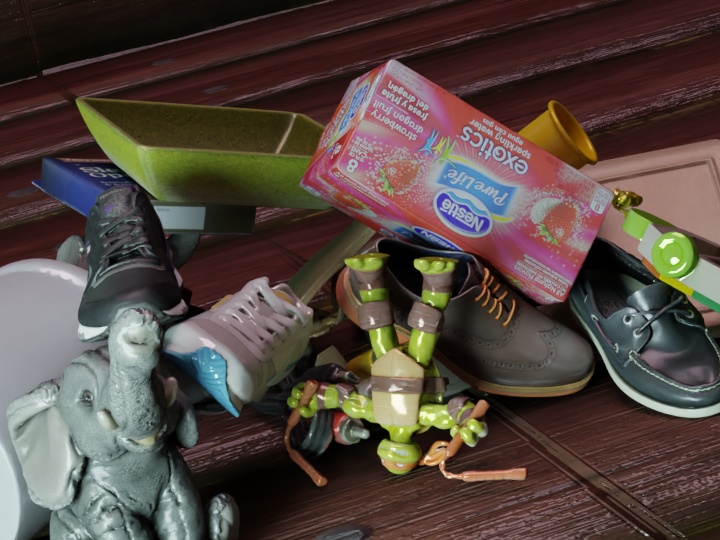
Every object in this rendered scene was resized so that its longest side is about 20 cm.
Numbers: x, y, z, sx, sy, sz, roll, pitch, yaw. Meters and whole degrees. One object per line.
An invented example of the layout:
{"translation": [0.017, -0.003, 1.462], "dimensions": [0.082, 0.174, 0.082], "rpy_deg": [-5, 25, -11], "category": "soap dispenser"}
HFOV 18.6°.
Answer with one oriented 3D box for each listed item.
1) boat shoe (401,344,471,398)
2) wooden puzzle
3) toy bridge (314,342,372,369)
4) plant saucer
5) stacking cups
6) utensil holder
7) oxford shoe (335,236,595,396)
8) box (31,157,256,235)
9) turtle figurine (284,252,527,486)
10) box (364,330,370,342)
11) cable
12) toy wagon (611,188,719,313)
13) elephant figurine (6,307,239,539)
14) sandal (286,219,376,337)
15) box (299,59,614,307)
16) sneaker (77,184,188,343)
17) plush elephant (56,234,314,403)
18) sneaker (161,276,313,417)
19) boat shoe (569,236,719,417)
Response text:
{"translation": [0.076, 0.060, 1.688], "dimensions": [0.200, 0.073, 0.063], "rpy_deg": [-31, -19, -37], "category": "boat shoe"}
{"translation": [0.212, -0.011, 1.706], "dimensions": [0.184, 0.037, 0.201], "rpy_deg": [-11, 50, 1], "category": "wooden puzzle"}
{"translation": [0.043, 0.040, 1.738], "dimensions": [0.200, 0.027, 0.067], "rpy_deg": [-33, -17, -19], "category": "toy bridge"}
{"translation": [-0.108, -0.089, 1.726], "dimensions": [0.199, 0.048, 0.200], "rpy_deg": [2, 14, -22], "category": "plant saucer"}
{"translation": [0.090, -0.052, 1.718], "dimensions": [0.200, 0.061, 0.061], "rpy_deg": [-36, 7, 21], "category": "stacking cups"}
{"translation": [-0.258, 0.106, 1.550], "dimensions": [0.169, 0.171, 0.200], "rpy_deg": [-5, 20, 24], "category": "utensil holder"}
{"translation": [0.084, 0.033, 1.572], "dimensions": [0.199, 0.073, 0.072], "rpy_deg": [20, 56, -11], "category": "oxford shoe"}
{"translation": [-0.179, -0.064, 1.763], "dimensions": [0.121, 0.033, 0.200], "rpy_deg": [0, 12, -28], "category": "box"}
{"translation": [0.037, 0.072, 1.504], "dimensions": [0.199, 0.162, 0.064], "rpy_deg": [5, 5, 37], "category": "turtle figurine"}
{"translation": [0.086, -0.015, 1.845], "dimensions": [0.199, 0.038, 0.137], "rpy_deg": [-27, 15, 4], "category": "box"}
{"translation": [-0.036, 0.103, 1.635], "dimensions": [0.200, 0.050, 0.097], "rpy_deg": [-16, 44, 63], "category": "cable"}
{"translation": [0.260, 0.001, 1.574], "dimensions": [0.200, 0.040, 0.155], "rpy_deg": [31, 12, 29], "category": "toy wagon"}
{"translation": [-0.154, 0.104, 1.404], "dimensions": [0.154, 0.201, 0.142], "rpy_deg": [-6, 17, 22], "category": "elephant figurine"}
{"translation": [0.000, 0.002, 1.689], "dimensions": [0.212, 0.069, 0.078], "rpy_deg": [-52, 13, 11], "category": "sandal"}
{"translation": [0.069, -0.059, 1.603], "dimensions": [0.096, 0.199, 0.100], "rpy_deg": [-63, 14, -13], "category": "box"}
{"translation": [-0.164, -0.010, 1.487], "dimensions": [0.075, 0.088, 0.200], "rpy_deg": [-14, 11, -4], "category": "sneaker"}
{"translation": [-0.167, 0.027, 1.764], "dimensions": [0.199, 0.156, 0.164], "rpy_deg": [-21, 18, -31], "category": "plush elephant"}
{"translation": [-0.081, 0.045, 1.480], "dimensions": [0.081, 0.076, 0.200], "rpy_deg": [-50, -3, 5], "category": "sneaker"}
{"translation": [0.205, 0.033, 1.567], "dimensions": [0.074, 0.066, 0.200], "rpy_deg": [-17, 31, -9], "category": "boat shoe"}
